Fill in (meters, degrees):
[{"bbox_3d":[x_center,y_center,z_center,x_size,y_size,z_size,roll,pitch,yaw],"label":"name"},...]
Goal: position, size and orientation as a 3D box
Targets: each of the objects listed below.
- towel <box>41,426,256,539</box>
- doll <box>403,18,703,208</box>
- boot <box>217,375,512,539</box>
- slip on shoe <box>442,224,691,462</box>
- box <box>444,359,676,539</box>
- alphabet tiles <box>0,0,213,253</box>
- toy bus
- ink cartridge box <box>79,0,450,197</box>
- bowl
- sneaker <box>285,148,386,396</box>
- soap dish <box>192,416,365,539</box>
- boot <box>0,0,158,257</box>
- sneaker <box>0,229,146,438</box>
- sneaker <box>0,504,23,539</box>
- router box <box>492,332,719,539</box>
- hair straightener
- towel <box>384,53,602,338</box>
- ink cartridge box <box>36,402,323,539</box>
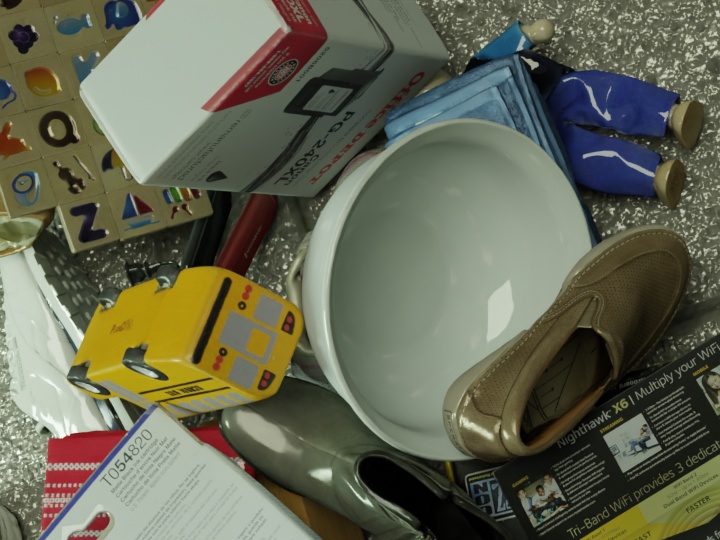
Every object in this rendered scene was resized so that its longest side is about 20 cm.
[{"bbox_3d":[-0.133,0.192,1.507,0.144,0.022,0.201,-4,69,19],"label":"towel"},{"bbox_3d":[0.114,-0.093,1.578,0.199,0.048,0.137,16,89,23],"label":"doll"},{"bbox_3d":[0.005,0.116,1.441,0.200,0.131,0.068,32,81,5],"label":"boot"},{"bbox_3d":[0.135,0.043,1.439,0.200,0.076,0.061,-35,22,-28],"label":"slip on shoe"},{"bbox_3d":[0.160,0.148,1.499,0.199,0.049,0.160,-15,69,16],"label":"box"},{"bbox_3d":[-0.175,-0.117,1.617,0.166,0.006,0.201,-17,81,-20],"label":"alphabet tiles"},{"bbox_3d":[-0.112,0.046,1.488,0.078,0.200,0.065,27,72,-19],"label":"toy bus"},{"bbox_3d":[-0.056,-0.125,1.541,0.145,0.200,0.084,-44,68,24],"label":"ink cartridge box"},{"bbox_3d":[0.037,0.009,1.459,0.090,0.201,0.202,7,76,54],"label":"bowl"},{"bbox_3d":[0.000,0.000,1.562,0.081,0.088,0.201,-4,57,19],"label":"sneaker"},{"bbox_3d":[-0.077,0.185,1.545,0.157,0.081,0.201,-25,62,11],"label":"soap dish"},{"bbox_3d":[-0.204,-0.107,1.655,0.175,0.066,0.201,-16,48,27],"label":"boot"},{"bbox_3d":[-0.209,0.052,1.648,0.080,0.076,0.200,-36,65,18],"label":"sneaker"},{"bbox_3d":[-0.259,0.246,1.608,0.074,0.079,0.201,-15,73,14],"label":"sneaker"},{"bbox_3d":[0.199,0.137,1.422,0.200,0.052,0.158,-32,59,8],"label":"router box"},{"bbox_3d":[-0.124,0.022,1.617,0.077,0.041,0.201,12,67,23],"label":"hair straightener"},{"bbox_3d":[0.090,-0.025,1.540,0.111,0.049,0.201,-24,84,23],"label":"towel"},{"bbox_3d":[-0.113,0.213,1.457,0.200,0.041,0.200,40,87,27],"label":"ink cartridge box"}]
